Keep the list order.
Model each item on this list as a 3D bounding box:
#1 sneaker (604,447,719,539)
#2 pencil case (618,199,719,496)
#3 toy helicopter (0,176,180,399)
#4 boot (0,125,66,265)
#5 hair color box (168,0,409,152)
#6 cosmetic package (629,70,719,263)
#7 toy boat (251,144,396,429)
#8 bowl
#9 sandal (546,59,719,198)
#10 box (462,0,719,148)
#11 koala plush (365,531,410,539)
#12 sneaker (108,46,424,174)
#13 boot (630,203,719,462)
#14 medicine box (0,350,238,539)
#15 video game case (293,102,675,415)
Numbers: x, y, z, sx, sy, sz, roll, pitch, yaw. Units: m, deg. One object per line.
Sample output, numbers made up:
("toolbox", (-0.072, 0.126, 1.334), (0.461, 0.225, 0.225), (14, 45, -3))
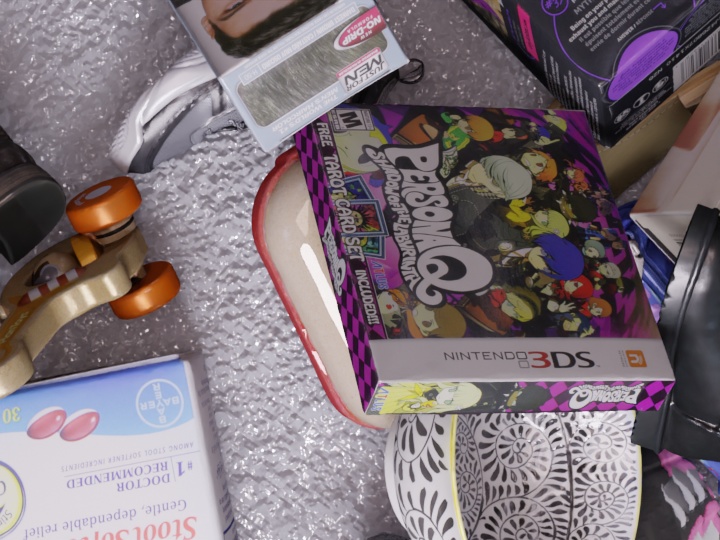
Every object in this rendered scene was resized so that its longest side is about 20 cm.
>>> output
("sneaker", (0.189, 0.206, 1.612), (0.080, 0.086, 0.201), (-10, 67, -26))
("pencil case", (0.201, 0.048, 1.604), (0.078, 0.087, 0.200), (-38, 91, -11))
("toy helicopter", (-0.202, 0.026, 1.564), (0.131, 0.200, 0.079), (-15, 111, 23))
("boot", (-0.288, -0.051, 1.591), (0.199, 0.069, 0.174), (-33, 53, -12))
("hair color box", (-0.055, -0.159, 1.516), (0.099, 0.200, 0.061), (-32, 125, 0))
("cosmetic package", (0.264, -0.081, 1.557), (0.103, 0.087, 0.200), (44, 70, -24))
("toy boat", (0.000, 0.000, 1.591), (0.130, 0.131, 0.201), (-33, 112, -20))
("bowl", (0.076, 0.116, 1.523), (0.094, 0.200, 0.202), (-7, 91, 37))
("sandal", (0.151, -0.091, 1.625), (0.211, 0.078, 0.070), (-28, 59, -5))
("box", (0.125, -0.195, 1.562), (0.122, 0.106, 0.200), (-39, 72, -6))
("koala plush", (0.083, 0.257, 1.572), (0.198, 0.177, 0.185), (4, 81, 5))
("sneaker", (-0.055, -0.101, 1.612), (0.200, 0.075, 0.114), (-38, 87, -1))
("boot", (0.248, 0.059, 1.488), (0.161, 0.074, 0.199), (17, 135, 12))
("medicine box", (-0.171, 0.165, 1.605), (0.181, 0.103, 0.202), (-11, 90, 2))
("video game case", (0.067, -0.009, 1.460), (0.180, 0.036, 0.201), (1, 52, -21))
